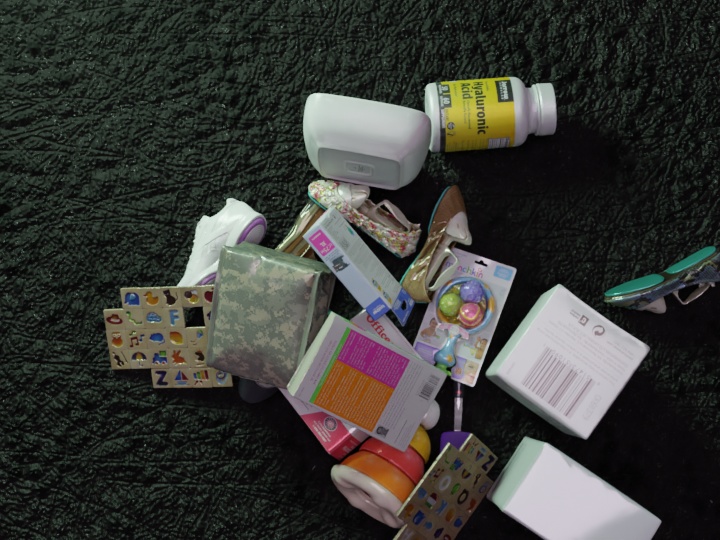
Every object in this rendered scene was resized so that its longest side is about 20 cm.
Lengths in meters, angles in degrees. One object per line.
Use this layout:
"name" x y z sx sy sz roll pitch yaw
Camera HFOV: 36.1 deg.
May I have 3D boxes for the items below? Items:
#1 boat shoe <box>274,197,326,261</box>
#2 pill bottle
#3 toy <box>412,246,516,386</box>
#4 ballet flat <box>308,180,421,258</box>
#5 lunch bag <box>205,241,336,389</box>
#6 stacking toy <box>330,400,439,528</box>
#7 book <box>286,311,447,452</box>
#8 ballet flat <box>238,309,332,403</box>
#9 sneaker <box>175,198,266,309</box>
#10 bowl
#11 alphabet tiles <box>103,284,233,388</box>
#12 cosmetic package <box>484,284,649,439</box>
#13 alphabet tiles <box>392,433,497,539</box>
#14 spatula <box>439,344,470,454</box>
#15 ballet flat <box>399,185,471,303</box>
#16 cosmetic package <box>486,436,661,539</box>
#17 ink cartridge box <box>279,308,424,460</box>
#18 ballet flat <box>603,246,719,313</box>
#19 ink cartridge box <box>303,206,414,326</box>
"boat shoe" -0.098 -0.021 1.753 0.074 0.076 0.200 34 87 1
"pill bottle" 0.205 -0.249 1.751 0.199 0.111 0.112 -5 84 0
"toy" 0.158 0.070 1.741 0.115 0.047 0.201 19 86 15
"ballet flat" 0.013 -0.097 1.748 0.200 0.076 0.064 32 124 -11
"lunch bag" -0.137 0.074 1.661 0.163 0.118 0.201 14 98 13
"stacking toy" 0.061 0.283 1.712 0.146 0.146 0.200 35 67 4
"book" 0.012 0.163 1.611 0.200 0.048 0.134 30 90 -19
"ballet flat" -0.119 0.130 1.740 0.200 0.073 0.073 -43 85 -3
"sneaker" -0.237 -0.026 1.768 0.100 0.075 0.200 40 90 29
"bowl" 0.005 -0.188 1.699 0.199 0.200 0.075 11 75 3
"alphabet tiles" -0.306 0.106 1.743 0.199 0.008 0.168 -2 105 11
"cosmetic package" 0.306 0.139 1.666 0.165 0.200 0.165 36 87 4
"alphabet tiles" 0.131 0.347 1.680 0.006 0.166 0.200 31 80 42
"spatula" 0.156 0.217 1.750 0.056 0.021 0.201 2 84 3
"ballet flat" 0.132 -0.035 1.746 0.072 0.068 0.201 24 83 35
"cosmetic package" 0.311 0.354 1.644 0.199 0.200 0.123 34 86 3
"ink cartridge box" -0.006 0.172 1.710 0.200 0.084 0.145 -40 69 -3
"ballet flat" 0.486 0.030 1.744 0.199 0.074 0.074 -23 84 2
"ink cartridge box" 0.000 0.000 1.674 0.042 0.119 0.200 -41 95 18
